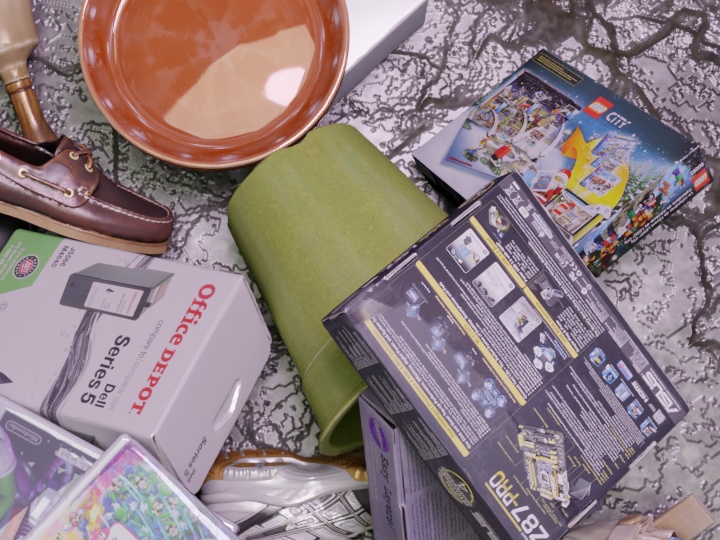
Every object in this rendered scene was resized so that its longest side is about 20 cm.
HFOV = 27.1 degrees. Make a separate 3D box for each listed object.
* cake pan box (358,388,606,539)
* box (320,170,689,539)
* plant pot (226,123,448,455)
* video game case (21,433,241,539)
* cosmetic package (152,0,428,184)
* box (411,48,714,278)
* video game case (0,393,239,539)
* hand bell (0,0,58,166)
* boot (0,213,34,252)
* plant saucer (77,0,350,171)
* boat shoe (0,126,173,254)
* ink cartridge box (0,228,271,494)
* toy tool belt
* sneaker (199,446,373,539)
[{"bbox_3d":[0.091,0.128,1.049,0.184,0.200,0.052,-28,42,-25],"label":"cake pan box"},{"bbox_3d":[0.096,0.061,0.957,0.161,0.049,0.200,-40,95,-26],"label":"box"},{"bbox_3d":[0.000,0.000,1.092,0.200,0.200,0.190,-35,74,-5],"label":"plant pot"},{"bbox_3d":[-0.150,0.235,0.929,0.182,0.024,0.200,42,82,8],"label":"video game case"},{"bbox_3d":[-0.053,-0.171,1.156,0.200,0.071,0.101,-44,86,-6],"label":"cosmetic package"},{"bbox_3d":[0.143,-0.077,1.101,0.136,0.200,0.038,-38,129,-5],"label":"box"},{"bbox_3d":[-0.207,0.199,0.961,0.200,0.023,0.182,27,80,6],"label":"video game case"},{"bbox_3d":[-0.260,-0.135,1.150,0.104,0.104,0.200,-22,96,-4],"label":"hand bell"},{"bbox_3d":[-0.331,0.006,1.082,0.198,0.162,0.073,-41,84,-7],"label":"boot"},{"bbox_3d":[-0.107,-0.171,1.103,0.200,0.032,0.201,0,83,1],"label":"plant saucer"},{"bbox_3d":[-0.231,-0.067,1.107,0.200,0.070,0.070,16,102,-17],"label":"boat shoe"},{"bbox_3d":[-0.185,0.063,1.060,0.200,0.084,0.146,10,54,23],"label":"ink cartridge box"},{"bbox_3d":[0.220,0.273,1.087,0.123,0.125,0.201,-15,85,5],"label":"toy tool belt"},{"bbox_3d":[-0.020,0.181,1.124,0.199,0.076,0.088,-1,97,3],"label":"sneaker"}]
